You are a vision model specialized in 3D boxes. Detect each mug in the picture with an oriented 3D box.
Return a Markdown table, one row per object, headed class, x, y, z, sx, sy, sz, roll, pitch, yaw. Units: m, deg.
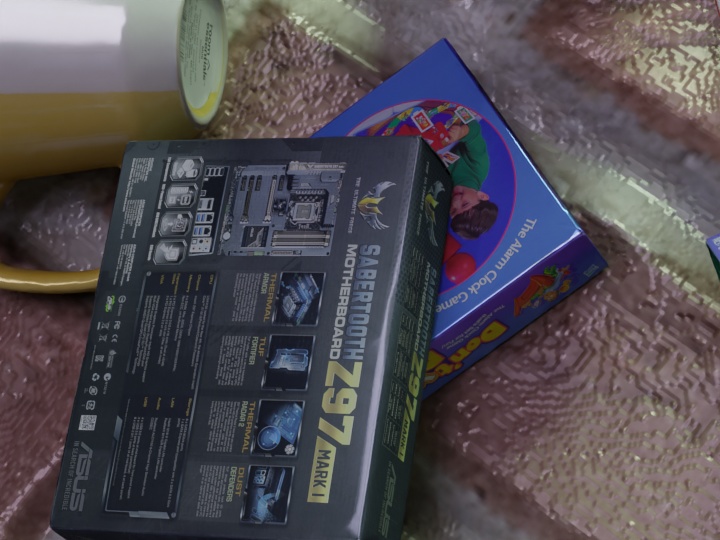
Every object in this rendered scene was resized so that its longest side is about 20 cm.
| class | x | y | z | sx | sy | sz | roll | pitch | yaw |
| --- | --- | --- | --- | --- | --- | --- | --- | --- | --- |
| mug | -0.150 | -0.100 | 1.224 | 0.153 | 0.187 | 0.149 | 1 | 37 | 14 |

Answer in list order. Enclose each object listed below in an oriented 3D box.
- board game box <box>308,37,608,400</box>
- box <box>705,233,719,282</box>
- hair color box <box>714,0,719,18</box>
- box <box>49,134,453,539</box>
| class | x | y | z | sx | sy | sz | roll | pitch | yaw |
| --- | --- | --- | --- | --- | --- | --- | --- | --- | --- |
| board game box | 0.000 | 0.000 | 1.150 | 0.200 | 0.045 | 0.135 | -36 | 60 | 6 |
| box | 0.259 | -0.015 | 1.002 | 0.200 | 0.048 | 0.117 | -23 | 26 | 1 |
| hair color box | 0.269 | -0.121 | 1.076 | 0.200 | 0.061 | 0.102 | -18 | 63 | 17 |
| box | -0.049 | 0.036 | 1.100 | 0.158 | 0.051 | 0.200 | -1 | 69 | 23 |
